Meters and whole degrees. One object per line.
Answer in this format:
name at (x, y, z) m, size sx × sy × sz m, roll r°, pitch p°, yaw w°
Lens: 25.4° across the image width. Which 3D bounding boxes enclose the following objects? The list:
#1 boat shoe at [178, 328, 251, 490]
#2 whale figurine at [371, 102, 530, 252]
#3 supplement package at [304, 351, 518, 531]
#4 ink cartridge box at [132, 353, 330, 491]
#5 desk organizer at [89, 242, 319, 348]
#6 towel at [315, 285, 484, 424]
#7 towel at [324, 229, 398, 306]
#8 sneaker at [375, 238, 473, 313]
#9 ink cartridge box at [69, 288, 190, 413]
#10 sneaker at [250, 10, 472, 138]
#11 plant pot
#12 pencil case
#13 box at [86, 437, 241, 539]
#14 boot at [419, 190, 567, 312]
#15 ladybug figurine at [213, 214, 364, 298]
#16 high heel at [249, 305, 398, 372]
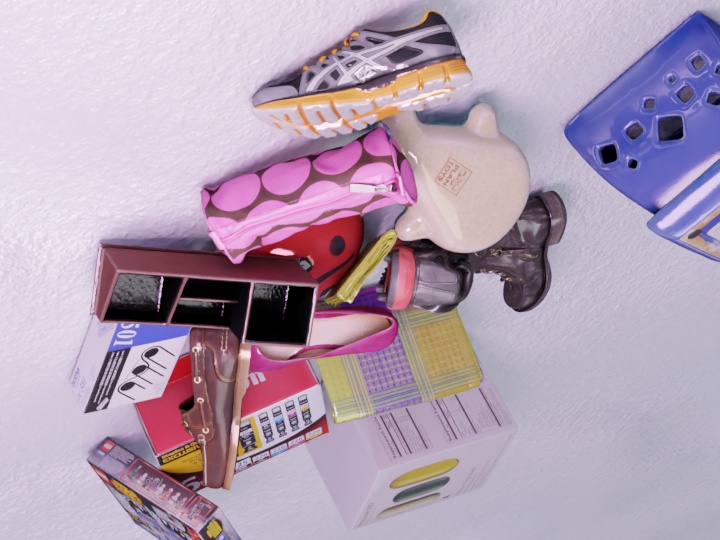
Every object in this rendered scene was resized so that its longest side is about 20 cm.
boat shoe at (-0.157, 0.143, 1.689) m, size 0.070 × 0.070 × 0.200 m, roll 3°, pitch 116°, yaw -8°
whale figurine at (0.075, -0.104, 1.596) m, size 0.200 × 0.104 × 0.159 m, roll 29°, pitch 96°, yaw -34°
supplement package at (0.058, 0.201, 1.991) m, size 0.200 × 0.151 × 0.152 m, roll -13°, pitch 148°, yaw -27°
ink cartridge box at (-0.147, 0.155, 1.802) m, size 0.200 × 0.084 × 0.176 m, roll -24°, pitch 151°, yaw -9°
desk organizer at (-0.146, 0.025, 1.508) m, size 0.200 × 0.077 × 0.072 m, roll 4°, pitch 106°, yaw -21°
towel at (0.038, 0.086, 1.807) m, size 0.200 × 0.144 × 0.023 m, roll -15°, pitch 170°, yaw -26°
towel at (0.000, 0.000, 1.633) m, size 0.086 × 0.018 × 0.200 m, roll -51°, pitch -178°, yaw -5°
sneaker at (0.067, 0.004, 1.672) m, size 0.098 × 0.071 × 0.200 m, roll 7°, pitch -173°, yaw -2°
ink cartridge box at (-0.226, 0.065, 1.627) m, size 0.094 × 0.044 × 0.200 m, roll -11°, pitch 146°, yaw -33°
sneaker at (-0.002, -0.173, 1.427) m, size 0.200 × 0.077 × 0.078 m, roll -13°, pitch 165°, yaw 7°
plant pot at (0.374, -0.128, 1.723) m, size 0.200 × 0.180 × 0.200 m, roll -42°, pitch 150°, yaw 20°
pencil case at (-0.050, -0.068, 1.487) m, size 0.200 × 0.094 × 0.091 m, roll -20°, pitch 122°, yaw 9°
box at (-0.208, 0.276, 1.793) m, size 0.040 × 0.200 × 0.137 m, roll -47°, pitch 136°, yaw -22°
boot at (0.134, -0.013, 1.819) m, size 0.174 × 0.069 × 0.200 m, roll -14°, pitch 140°, yaw -21°
ladybug figurine at (-0.074, -0.006, 1.623) m, size 0.200 × 0.072 × 0.136 m, roll -35°, pitch 151°, yaw 10°
high heel at (-0.060, 0.069, 1.710) m, size 0.200 × 0.067 × 0.096 m, roll 2°, pitch 166°, yaw -10°
